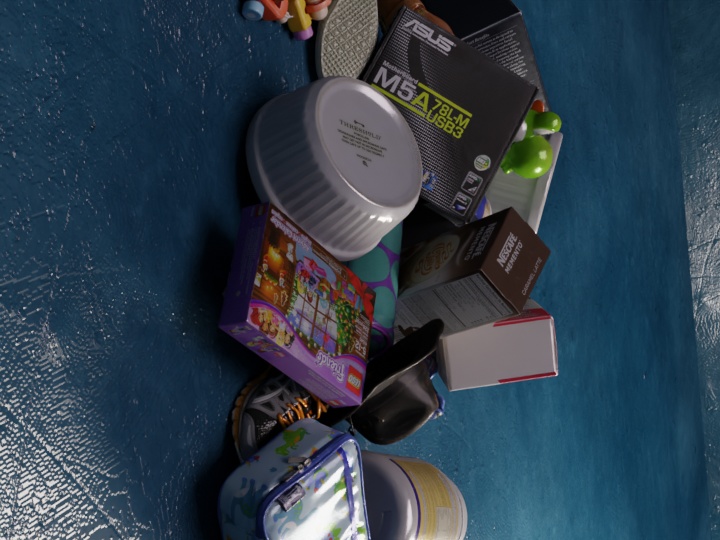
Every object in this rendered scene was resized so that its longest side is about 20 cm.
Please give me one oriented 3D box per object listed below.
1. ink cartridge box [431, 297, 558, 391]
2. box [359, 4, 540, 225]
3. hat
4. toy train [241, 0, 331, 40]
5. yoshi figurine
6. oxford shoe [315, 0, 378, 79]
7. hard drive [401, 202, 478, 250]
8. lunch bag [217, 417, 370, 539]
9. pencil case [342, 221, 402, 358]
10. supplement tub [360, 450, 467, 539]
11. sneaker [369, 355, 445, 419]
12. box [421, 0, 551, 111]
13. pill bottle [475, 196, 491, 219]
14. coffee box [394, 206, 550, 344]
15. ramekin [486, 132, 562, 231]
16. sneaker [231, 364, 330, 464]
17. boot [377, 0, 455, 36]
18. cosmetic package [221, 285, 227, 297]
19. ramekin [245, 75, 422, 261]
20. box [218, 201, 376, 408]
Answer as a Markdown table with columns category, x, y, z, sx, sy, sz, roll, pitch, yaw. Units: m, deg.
| category | x | y | z | sx | sy | sz | roll | pitch | yaw |
| --- | --- | --- | --- | --- | --- | --- | --- | --- | --- |
| ink cartridge box | 0.166 | 0.087 | 1.681 | 0.200 | 0.145 | 0.084 | -120 | -158 | -79 |
| box | 0.087 | -0.185 | 1.525 | 0.193 | 0.200 | 0.048 | -60 | -170 | -5 |
| hat | 0.035 | 0.145 | 1.421 | 0.081 | 0.201 | 0.201 | 52 | 33 | -4 |
| toy train | -0.070 | -0.345 | 1.413 | 0.150 | 0.056 | 0.200 | 49 | 46 | -53 |
| yoshi figurine | 0.178 | -0.163 | 1.733 | 0.112 | 0.200 | 0.112 | -78 | 154 | -48 |
| oxford shoe | -0.019 | -0.311 | 1.515 | 0.075 | 0.058 | 0.200 | 10 | 82 | -27 |
| hard drive | 0.099 | -0.023 | 1.645 | 0.200 | 0.135 | 0.042 | 51 | 30 | -53 |
| lunch bag | -0.062 | 0.262 | 1.297 | 0.161 | 0.082 | 0.200 | -34 | 131 | -41 |
| pencil case | 0.000 | 0.000 | 1.480 | 0.085 | 0.092 | 0.200 | 106 | -10 | -57 |
| supplement tub | 0.032 | 0.288 | 1.480 | 0.200 | 0.145 | 0.146 | 24 | 67 | -61 |
| sneaker | 0.061 | 0.113 | 1.626 | 0.075 | 0.078 | 0.200 | -60 | 140 | -49 |
| box | 0.182 | -0.299 | 1.803 | 0.148 | 0.107 | 0.200 | -113 | 178 | -51 |
| pill bottle | 0.088 | -0.109 | 1.656 | 0.200 | 0.116 | 0.116 | 48 | 46 | -52 |
| coffee box | 0.112 | 0.012 | 1.508 | 0.080 | 0.200 | 0.114 | 48 | 48 | -20 |
| ramekin | 0.232 | -0.120 | 1.897 | 0.202 | 0.094 | 0.203 | 15 | 90 | -82 |
| sneaker | -0.073 | 0.140 | 1.351 | 0.200 | 0.077 | 0.078 | -62 | 143 | -44 |
| boot | 0.059 | -0.274 | 1.647 | 0.077 | 0.200 | 0.155 | -36 | 84 | -20 |
| cosmetic package | -0.078 | -0.009 | 1.377 | 0.083 | 0.051 | 0.200 | 64 | 34 | -30 |
| ramekin | -0.019 | -0.118 | 1.371 | 0.202 | 0.094 | 0.203 | 25 | 51 | -36 |
| box | -0.059 | 0.039 | 1.299 | 0.200 | 0.039 | 0.137 | 40 | 48 | -44 |
